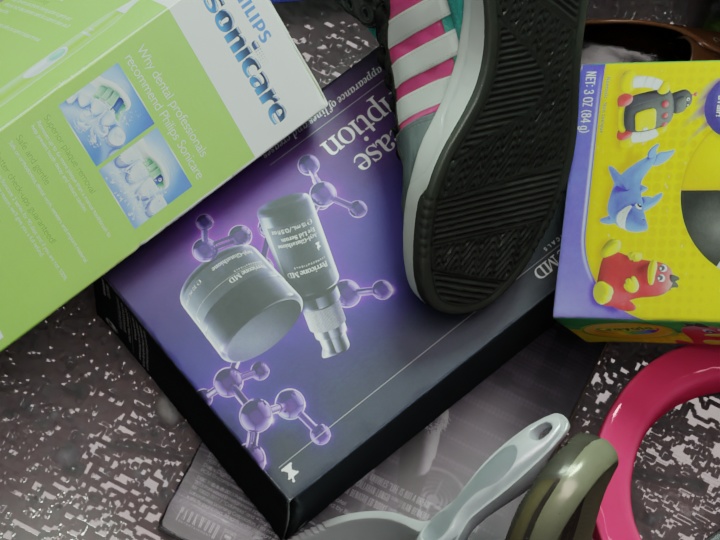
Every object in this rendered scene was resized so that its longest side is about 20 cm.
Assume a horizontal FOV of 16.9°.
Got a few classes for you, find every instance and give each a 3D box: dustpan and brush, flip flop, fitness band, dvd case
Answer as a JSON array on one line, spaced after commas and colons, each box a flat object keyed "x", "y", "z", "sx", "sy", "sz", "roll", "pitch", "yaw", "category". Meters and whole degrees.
[{"x": 0.016, "y": 0.135, "z": 1.012, "sx": 0.200, "sy": 0.057, "sz": 0.140, "roll": -37, "pitch": 41, "yaw": 0, "category": "dustpan and brush"}, {"x": 0.083, "y": 0.155, "z": 0.997, "sx": 0.057, "sy": 0.201, "sz": 0.081, "roll": 22, "pitch": 34, "yaw": 15, "category": "flip flop"}, {"x": 0.194, "y": 0.107, "z": 1.028, "sx": 0.199, "sy": 0.037, "sz": 0.144, "roll": 17, "pitch": 67, "yaw": 4, "category": "fitness band"}, {"x": 0.017, "y": 0.064, "z": 1.113, "sx": 0.148, "sy": 0.016, "sz": 0.201, "roll": 25, "pitch": 72, "yaw": 6, "category": "dvd case"}]

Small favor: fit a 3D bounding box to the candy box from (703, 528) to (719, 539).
[{"x": 0.232, "y": 0.167, "z": 1.063, "sx": 0.199, "sy": 0.072, "sz": 0.168, "roll": -31, "pitch": 75, "yaw": -13, "category": "candy box"}]

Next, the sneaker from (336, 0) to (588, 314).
[{"x": 0.030, "y": -0.092, "z": 1.040, "sx": 0.083, "sy": 0.121, "sz": 0.201, "roll": 3, "pitch": 105, "yaw": -33, "category": "sneaker"}]

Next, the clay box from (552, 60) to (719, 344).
[{"x": 0.184, "y": -0.028, "z": 0.998, "sx": 0.199, "sy": 0.048, "sz": 0.116, "roll": 0, "pitch": 75, "yaw": 28, "category": "clay box"}]

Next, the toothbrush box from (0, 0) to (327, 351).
[{"x": -0.138, "y": -0.060, "z": 1.068, "sx": 0.200, "sy": 0.145, "sz": 0.086, "roll": -39, "pitch": 117, "yaw": -15, "category": "toothbrush box"}]

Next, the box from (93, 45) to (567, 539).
[{"x": 0.000, "y": 0.000, "z": 1.086, "sx": 0.200, "sy": 0.079, "sz": 0.141, "roll": -38, "pitch": 80, "yaw": -15, "category": "box"}]

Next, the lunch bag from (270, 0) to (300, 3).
[{"x": 0.022, "y": -0.235, "z": 1.164, "sx": 0.199, "sy": 0.128, "sz": 0.171, "roll": -10, "pitch": 68, "yaw": -23, "category": "lunch bag"}]

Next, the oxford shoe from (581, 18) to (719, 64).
[{"x": 0.172, "y": -0.082, "z": 1.145, "sx": 0.198, "sy": 0.071, "sz": 0.072, "roll": 4, "pitch": 69, "yaw": -5, "category": "oxford shoe"}]
